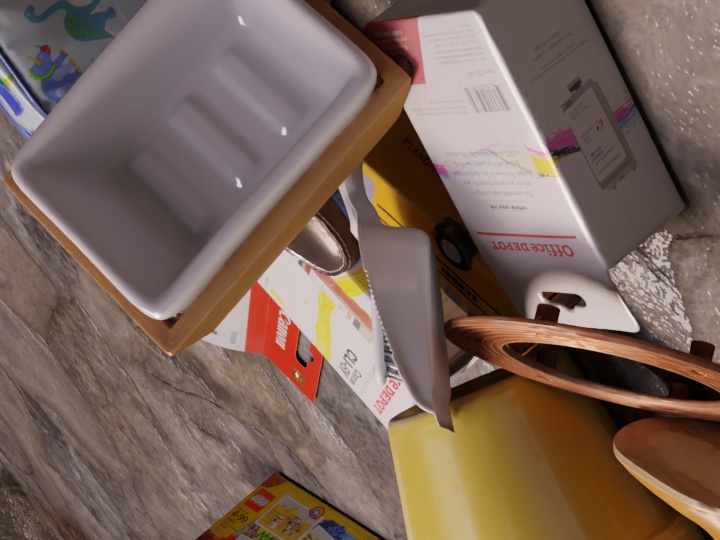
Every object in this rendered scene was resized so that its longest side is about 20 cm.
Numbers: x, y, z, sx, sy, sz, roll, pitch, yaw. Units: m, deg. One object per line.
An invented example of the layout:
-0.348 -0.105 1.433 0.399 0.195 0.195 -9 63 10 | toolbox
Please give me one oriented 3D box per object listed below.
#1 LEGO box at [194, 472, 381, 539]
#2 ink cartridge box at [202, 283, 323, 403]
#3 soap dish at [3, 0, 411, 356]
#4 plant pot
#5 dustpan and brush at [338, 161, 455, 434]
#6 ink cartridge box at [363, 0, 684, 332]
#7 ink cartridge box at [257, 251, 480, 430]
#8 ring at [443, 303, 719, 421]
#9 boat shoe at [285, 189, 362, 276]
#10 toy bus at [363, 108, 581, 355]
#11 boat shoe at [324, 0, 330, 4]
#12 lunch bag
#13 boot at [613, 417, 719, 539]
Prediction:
-0.069 0.308 1.705 0.200 0.149 0.077 24 145 47 | LEGO box
-0.118 0.027 1.512 0.200 0.057 0.163 49 158 19 | ink cartridge box
-0.084 -0.073 0.965 0.157 0.200 0.081 43 -176 23 | soap dish
0.110 0.161 1.114 0.190 0.200 0.201 68 157 0 | plant pot
0.015 -0.004 1.004 0.140 0.057 0.201 46 -142 -80 | dustpan and brush
0.097 -0.067 0.937 0.116 0.067 0.201 7 129 59 | ink cartridge box
0.000 0.000 1.199 0.200 0.083 0.145 48 157 9 | ink cartridge box
0.145 0.052 0.963 0.199 0.019 0.200 14 170 3 | ring
-0.083 -0.055 1.073 0.200 0.073 0.072 39 145 -10 | boat shoe
0.050 -0.042 1.068 0.200 0.065 0.078 42 157 21 | toy bus
-0.079 -0.158 1.103 0.075 0.074 0.200 16 144 -22 | boat shoe
-0.219 -0.196 1.222 0.200 0.161 0.082 52 157 -5 | lunch bag
0.238 0.180 1.019 0.201 0.071 0.145 22 134 36 | boot
